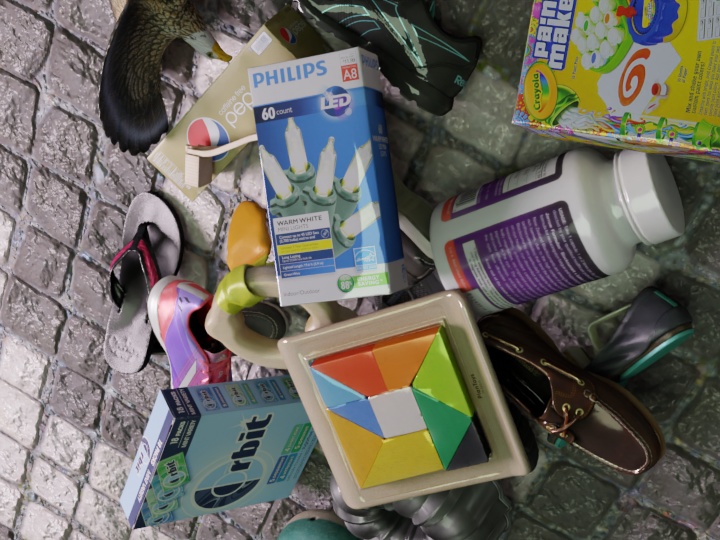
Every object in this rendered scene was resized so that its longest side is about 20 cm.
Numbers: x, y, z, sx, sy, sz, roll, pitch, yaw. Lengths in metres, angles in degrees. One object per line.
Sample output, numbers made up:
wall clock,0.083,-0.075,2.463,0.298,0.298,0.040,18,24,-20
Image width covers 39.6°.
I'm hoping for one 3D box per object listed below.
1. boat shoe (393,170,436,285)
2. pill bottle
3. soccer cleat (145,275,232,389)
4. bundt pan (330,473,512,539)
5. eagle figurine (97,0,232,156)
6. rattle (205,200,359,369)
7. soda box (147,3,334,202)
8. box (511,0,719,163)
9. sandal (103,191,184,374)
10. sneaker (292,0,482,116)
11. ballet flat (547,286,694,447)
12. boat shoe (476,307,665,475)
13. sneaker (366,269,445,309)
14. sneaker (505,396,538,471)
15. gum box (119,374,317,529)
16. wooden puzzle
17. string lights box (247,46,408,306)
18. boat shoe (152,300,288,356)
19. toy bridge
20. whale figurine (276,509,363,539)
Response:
boat shoe,0.003,-0.075,0.937,0.202,0.072,0.061,50,123,7
pill bottle,0.169,-0.039,0.865,0.199,0.111,0.112,-20,105,31
soccer cleat,-0.161,0.099,1.043,0.073,0.068,0.201,12,128,37
bundt pan,0.053,0.247,1.037,0.201,0.076,0.203,21,142,17
eagle figurine,-0.188,-0.222,0.911,0.200,0.152,0.151,-38,88,33
rattle,-0.047,0.034,0.997,0.198,0.143,0.131,17,116,-13
soda box,-0.117,-0.158,0.960,0.064,0.068,0.200,44,124,-10
box,0.228,-0.187,0.725,0.191,0.122,0.202,12,97,19
sandal,-0.241,0.015,1.079,0.075,0.045,0.202,13,94,21
sneaker,0.017,-0.224,0.880,0.199,0.075,0.079,37,110,-4
ballet flat,0.227,0.086,0.933,0.073,0.073,0.200,38,129,3
boat shoe,0.175,0.115,0.891,0.200,0.070,0.071,37,124,19
sneaker,0.000,0.000,0.977,0.199,0.082,0.075,37,123,4
sneaker,0.089,0.160,1.030,0.199,0.076,0.091,27,132,19
gum box,-0.139,0.190,1.070,0.045,0.199,0.171,53,131,36
wooden puzzle,0.035,0.126,0.909,0.199,0.037,0.186,-16,105,26
string lights box,-0.026,-0.077,0.846,0.102,0.059,0.202,-7,93,18
boat shoe,-0.176,0.071,1.105,0.198,0.057,0.067,-2,113,25
toy bridge,-0.076,-0.093,0.911,0.198,0.027,0.068,15,114,20
whale figurine,-0.035,0.379,1.161,0.158,0.104,0.202,-4,112,25
